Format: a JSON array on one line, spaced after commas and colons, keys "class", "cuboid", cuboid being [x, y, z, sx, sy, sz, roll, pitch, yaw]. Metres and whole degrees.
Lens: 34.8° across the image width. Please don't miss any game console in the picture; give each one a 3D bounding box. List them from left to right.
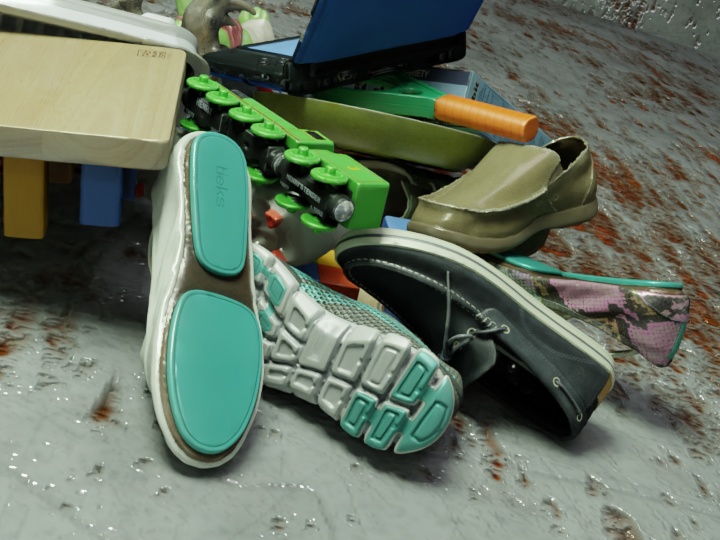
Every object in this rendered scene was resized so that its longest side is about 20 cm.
[{"class": "game console", "cuboid": [-0.002, -0.211, 0.890, 0.170, 0.119, 0.199, 19, 28, 40]}]

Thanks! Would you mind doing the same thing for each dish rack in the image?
[{"class": "dish rack", "cuboid": [-0.221, -0.154, 0.849, 0.198, 0.172, 0.044, 10, 68, -20]}]

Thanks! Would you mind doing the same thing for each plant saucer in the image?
[{"class": "plant saucer", "cuboid": [0.008, -0.108, 0.921, 0.198, 0.031, 0.200, 12, 5, -1]}]

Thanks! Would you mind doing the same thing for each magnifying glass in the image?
[{"class": "magnifying glass", "cuboid": [0.045, -0.132, 0.897, 0.199, 0.023, 0.079, 18, 28, 32]}]

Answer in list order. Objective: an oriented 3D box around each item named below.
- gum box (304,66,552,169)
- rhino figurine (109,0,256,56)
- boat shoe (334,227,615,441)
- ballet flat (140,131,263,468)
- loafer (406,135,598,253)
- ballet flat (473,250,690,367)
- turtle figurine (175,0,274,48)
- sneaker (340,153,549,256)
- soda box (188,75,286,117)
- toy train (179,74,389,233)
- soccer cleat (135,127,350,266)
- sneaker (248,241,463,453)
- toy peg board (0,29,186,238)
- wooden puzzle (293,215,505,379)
[{"class": "gum box", "cuboid": [0.062, -0.139, 1.051, 0.169, 0.045, 0.200, 14, -5, 30]}, {"class": "rhino figurine", "cuboid": [-0.180, -0.182, 0.947, 0.198, 0.088, 0.060, -19, 16, -3]}, {"class": "boat shoe", "cuboid": [0.068, 0.039, 0.713, 0.199, 0.075, 0.063, 32, 62, -10]}, {"class": "ballet flat", "cuboid": [-0.092, 0.019, 0.634, 0.069, 0.069, 0.202, 10, 59, -22]}, {"class": "loafer", "cuboid": [0.107, -0.060, 0.853, 0.076, 0.068, 0.199, 13, 20, 39]}, {"class": "ballet flat", "cuboid": [0.137, 0.026, 0.815, 0.199, 0.072, 0.069, 15, 5, 42]}, {"class": "turtle figurine", "cuboid": [-0.185, -0.231, 1.072, 0.199, 0.145, 0.193, 33, 22, 22]}, {"class": "sneaker", "cuboid": [0.053, -0.047, 0.925, 0.198, 0.068, 0.090, 15, 11, 8]}, {"class": "soda box", "cuboid": [-0.093, -0.145, 1.014, 0.068, 0.064, 0.200, -21, 7, 25]}, {"class": "toy train", "cuboid": [-0.052, -0.077, 0.725, 0.056, 0.042, 0.200, -3, 28, -36]}, {"class": "soccer cleat", "cuboid": [-0.083, -0.054, 0.784, 0.199, 0.070, 0.077, 26, 37, 38]}, {"class": "sneaker", "cuboid": [-0.023, 0.043, 0.687, 0.199, 0.078, 0.091, 33, 9, 21]}, {"class": "toy peg board", "cuboid": [-0.214, -0.075, 0.707, 0.197, 0.099, 0.200, 5, 25, -8]}, {"class": "wooden puzzle", "cuboid": [0.000, 0.000, 0.813, 0.198, 0.047, 0.186, 14, 22, -13]}]
